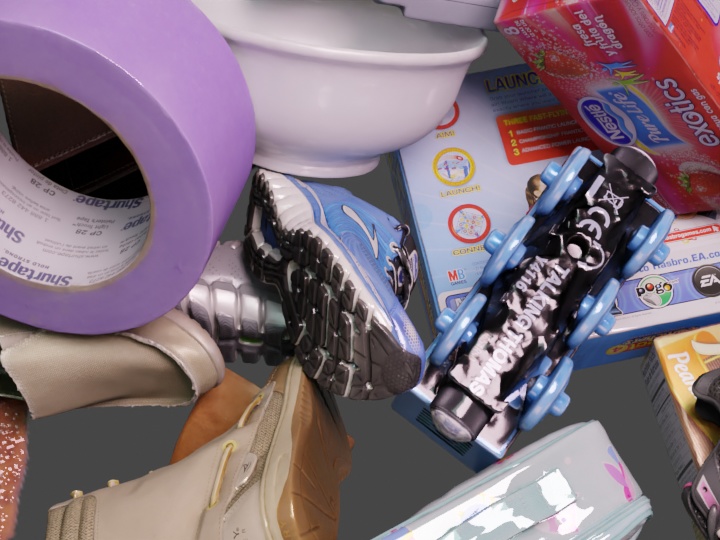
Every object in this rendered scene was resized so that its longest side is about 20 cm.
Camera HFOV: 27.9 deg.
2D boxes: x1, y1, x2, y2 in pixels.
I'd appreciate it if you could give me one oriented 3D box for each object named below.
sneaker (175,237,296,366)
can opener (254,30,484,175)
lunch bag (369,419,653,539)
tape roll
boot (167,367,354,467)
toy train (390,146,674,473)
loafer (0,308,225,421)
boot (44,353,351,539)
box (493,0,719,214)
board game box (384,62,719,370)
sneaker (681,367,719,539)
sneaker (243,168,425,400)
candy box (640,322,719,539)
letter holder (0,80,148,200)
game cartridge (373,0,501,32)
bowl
[{"bbox_3d":[-0.078,-0.004,0.916,0.198,0.075,0.116,12,57,-2],"label":"sneaker"},{"bbox_3d":[0.011,-0.133,0.978,0.067,0.053,0.200,36,70,18],"label":"can opener"},{"bbox_3d":[0.055,0.162,0.783,0.199,0.161,0.078,-28,78,-15],"label":"lunch bag"},{"bbox_3d":[-0.162,-0.068,0.788,0.198,0.201,0.085,15,41,5],"label":"tape roll"},{"bbox_3d":[-0.126,0.135,0.848,0.187,0.069,0.201,21,63,15],"label":"boot"},{"bbox_3d":[0.098,0.018,0.817,0.086,0.114,0.201,36,71,3],"label":"toy train"},{"bbox_3d":[-0.177,0.055,0.867,0.198,0.076,0.069,6,49,18],"label":"loafer"},{"bbox_3d":[-0.086,0.117,0.791,0.154,0.200,0.073,-20,110,11],"label":"boot"},{"bbox_3d":[0.175,-0.127,0.834,0.095,0.200,0.101,-4,57,42],"label":"box"},{"bbox_3d":[0.127,-0.037,0.936,0.198,0.056,0.198,-10,66,-6],"label":"board game box"},{"bbox_3d":[0.221,0.142,0.797,0.085,0.081,0.202,-3,59,13],"label":"sneaker"},{"bbox_3d":[0.000,0.000,0.811,0.088,0.079,0.200,-1,31,-21],"label":"sneaker"},{"bbox_3d":[0.254,0.127,0.864,0.114,0.055,0.202,-12,66,-6],"label":"candy box"},{"bbox_3d":[-0.155,-0.155,0.936,0.141,0.101,0.202,-23,66,11],"label":"letter holder"},{"bbox_3d":[0.059,-0.213,0.916,0.132,0.041,0.201,9,35,-18],"label":"game cartridge"},{"bbox_3d":[-0.029,-0.113,0.871,0.199,0.091,0.201,8,20,-3],"label":"bowl"}]
